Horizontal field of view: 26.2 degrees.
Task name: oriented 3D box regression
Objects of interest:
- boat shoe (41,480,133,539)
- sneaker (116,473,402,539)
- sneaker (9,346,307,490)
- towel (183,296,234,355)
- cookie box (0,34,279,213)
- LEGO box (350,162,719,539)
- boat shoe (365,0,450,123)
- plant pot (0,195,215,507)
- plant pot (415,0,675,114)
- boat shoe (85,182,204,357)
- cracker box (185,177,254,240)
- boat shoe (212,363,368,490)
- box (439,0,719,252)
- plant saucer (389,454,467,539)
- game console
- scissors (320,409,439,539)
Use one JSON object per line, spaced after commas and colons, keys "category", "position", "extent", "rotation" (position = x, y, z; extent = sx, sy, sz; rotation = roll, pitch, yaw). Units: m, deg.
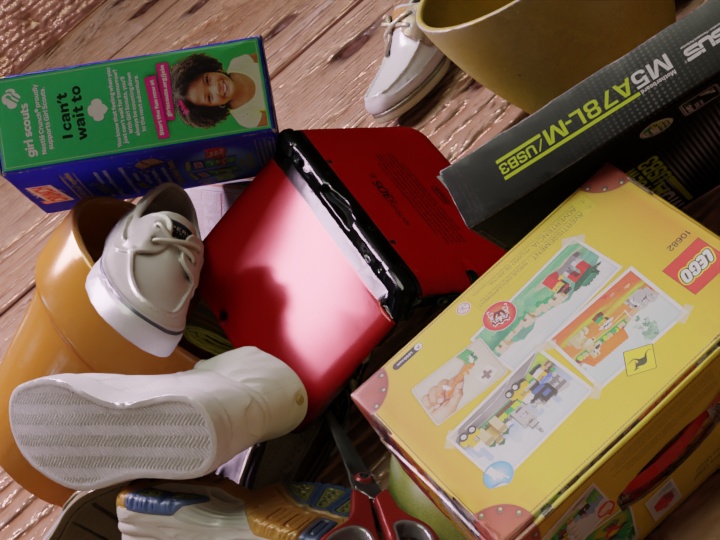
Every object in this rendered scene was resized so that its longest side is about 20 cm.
{"category": "boat shoe", "position": [-0.173, 0.172, 1.074], "extent": [0.200, 0.075, 0.069], "rotation": [-39, 18, 35]}
{"category": "sneaker", "position": [-0.059, 0.178, 0.946], "extent": [0.198, 0.089, 0.075], "rotation": [4, 13, 32]}
{"category": "sneaker", "position": [-0.127, 0.093, 0.999], "extent": [0.199, 0.074, 0.115], "rotation": [0, 11, 38]}
{"category": "towel", "position": [-0.078, 0.030, 1.177], "extent": [0.018, 0.085, 0.200], "rotation": [-61, 5, 18]}
{"category": "cookie box", "position": [-0.162, -0.106, 1.162], "extent": [0.198, 0.076, 0.171], "rotation": [-10, -6, -2]}
{"category": "LEGO box", "position": [0.118, 0.059, 0.819], "extent": [0.200, 0.077, 0.149], "rotation": [-41, 42, -6]}
{"category": "boat shoe", "position": [0.053, -0.223, 1.486], "extent": [0.074, 0.069, 0.201], "rotation": [-14, 33, 45]}
{"category": "plant pot", "position": [-0.190, 0.078, 1.185], "extent": [0.184, 0.200, 0.201], "rotation": [-49, 20, 16]}
{"category": "plant pot", "position": [0.162, -0.192, 1.187], "extent": [0.199, 0.142, 0.201], "rotation": [-32, 23, 15]}
{"category": "boat shoe", "position": [-0.138, -0.008, 1.063], "extent": [0.066, 0.072, 0.200], "rotation": [-52, 13, 14]}
{"category": "cracker box", "position": [-0.067, -0.053, 1.302], "extent": [0.133, 0.058, 0.199], "rotation": [-6, 9, -28]}
{"category": "boat shoe", "position": [-0.036, 0.090, 1.053], "extent": [0.060, 0.074, 0.201], "rotation": [-2, 46, 55]}
{"category": "box", "position": [0.166, -0.072, 0.933], "extent": [0.192, 0.048, 0.200], "rotation": [-34, -20, 13]}
{"category": "plant saucer", "position": [0.092, 0.079, 0.935], "extent": [0.199, 0.031, 0.201], "rotation": [-32, 24, 16]}
{"category": "game console", "position": [0.000, 0.000, 1.066], "extent": [0.171, 0.120, 0.200], "rotation": [-4, 38, -29]}
{"category": "scissors", "position": [0.010, 0.134, 0.919], "extent": [0.072, 0.014, 0.200], "rotation": [5, 20, -2]}
